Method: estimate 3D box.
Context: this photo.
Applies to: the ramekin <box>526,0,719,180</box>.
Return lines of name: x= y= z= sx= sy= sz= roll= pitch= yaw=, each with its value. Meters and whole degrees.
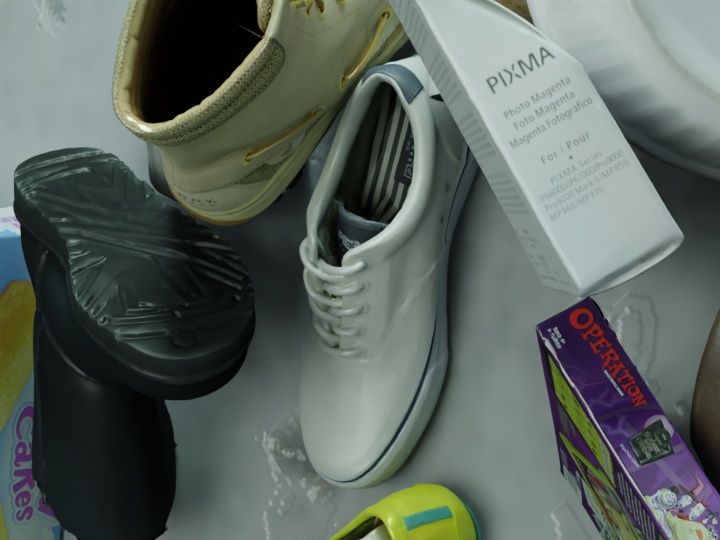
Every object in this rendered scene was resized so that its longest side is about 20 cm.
ramekin: x=0.160 y=-0.130 z=1.013 sx=0.201 sy=0.094 sz=0.204 roll=0 pitch=95 yaw=-3

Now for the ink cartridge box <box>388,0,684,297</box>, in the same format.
ink cartridge box: x=0.046 y=-0.086 z=1.038 sx=0.057 sy=0.163 sz=0.201 roll=-26 pitch=91 yaw=0

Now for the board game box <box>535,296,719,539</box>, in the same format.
board game box: x=0.113 y=0.094 z=1.070 sx=0.032 sy=0.200 sz=0.120 roll=-26 pitch=70 yaw=-3

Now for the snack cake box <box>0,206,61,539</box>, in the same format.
snack cake box: x=-0.198 y=0.073 z=1.341 sx=0.067 sy=0.115 sz=0.201 roll=14 pitch=100 yaw=35

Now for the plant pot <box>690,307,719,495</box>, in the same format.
plant pot: x=0.237 y=0.065 z=0.977 sx=0.198 sy=0.200 sz=0.201 roll=27 pitch=107 yaw=41

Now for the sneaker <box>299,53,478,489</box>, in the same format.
sneaker: x=0.000 y=0.000 z=1.217 sx=0.073 sy=0.071 sz=0.201 roll=17 pitch=101 yaw=35

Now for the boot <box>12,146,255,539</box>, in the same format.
boot: x=-0.101 y=0.056 z=1.244 sx=0.200 sy=0.076 sz=0.169 roll=44 pitch=142 yaw=52

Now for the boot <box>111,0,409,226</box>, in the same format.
boot: x=-0.029 y=-0.123 z=1.155 sx=0.073 sy=0.155 sz=0.200 roll=34 pitch=85 yaw=14

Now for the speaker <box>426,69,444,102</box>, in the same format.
speaker: x=0.061 y=-0.171 z=1.160 sx=0.081 sy=0.081 sz=0.201 roll=-5 pitch=88 yaw=37

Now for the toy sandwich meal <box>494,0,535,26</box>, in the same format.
toy sandwich meal: x=0.086 y=-0.194 z=1.096 sx=0.070 sy=0.204 sz=0.207 roll=19 pitch=104 yaw=61

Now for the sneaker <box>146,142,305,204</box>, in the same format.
sneaker: x=-0.081 y=-0.127 z=1.275 sx=0.079 sy=0.074 sz=0.202 roll=-6 pitch=88 yaw=42

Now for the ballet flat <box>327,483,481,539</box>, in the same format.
ballet flat: x=-0.029 y=0.162 z=1.246 sx=0.200 sy=0.067 sz=0.067 roll=-43 pitch=68 yaw=30
